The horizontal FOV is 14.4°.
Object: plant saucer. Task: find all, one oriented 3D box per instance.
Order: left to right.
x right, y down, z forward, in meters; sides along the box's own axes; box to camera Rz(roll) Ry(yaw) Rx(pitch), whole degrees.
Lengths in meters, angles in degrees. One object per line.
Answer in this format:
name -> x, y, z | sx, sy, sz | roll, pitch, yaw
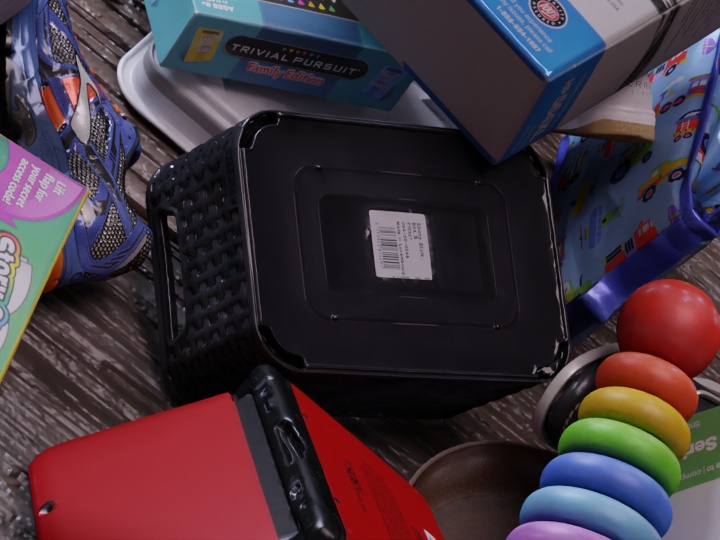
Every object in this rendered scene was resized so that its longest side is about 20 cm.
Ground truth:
plant saucer -> 0.097, 0.178, 1.474 | 0.200, 0.032, 0.200 | 22, 42, -21

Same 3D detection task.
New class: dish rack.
dish rack -> -0.025, -0.092, 1.627 | 0.200, 0.044, 0.172 | 40, 39, 1

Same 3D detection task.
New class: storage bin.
storage bin -> 0.000, 0.000, 1.485 | 0.200, 0.094, 0.135 | 4, 72, -36

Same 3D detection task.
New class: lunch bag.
lunch bag -> 0.163, -0.035, 1.625 | 0.094, 0.151, 0.200 | 46, 39, -8

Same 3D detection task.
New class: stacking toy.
stacking toy -> 0.134, 0.094, 1.439 | 0.085, 0.085, 0.200 | 30, 64, -11

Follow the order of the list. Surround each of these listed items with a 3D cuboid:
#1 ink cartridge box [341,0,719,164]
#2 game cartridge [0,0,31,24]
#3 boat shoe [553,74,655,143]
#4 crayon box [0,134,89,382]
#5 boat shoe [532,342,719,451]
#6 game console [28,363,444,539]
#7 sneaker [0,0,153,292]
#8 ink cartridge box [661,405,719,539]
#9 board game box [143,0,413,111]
ink cartridge box -> 0.106, -0.167, 1.524 | 0.200, 0.084, 0.146 | -31, 71, -35
game cartridge -> -0.246, -0.162, 1.444 | 0.200, 0.041, 0.133 | -28, 64, -8
boat shoe -> 0.109, -0.116, 1.652 | 0.071, 0.069, 0.200 | 4, 6, -31
crayon box -> -0.204, 0.062, 1.236 | 0.058, 0.173, 0.200 | 31, 40, -11
boat shoe -> 0.166, 0.092, 1.547 | 0.060, 0.074, 0.200 | 45, 13, 34
game console -> -0.047, 0.135, 1.314 | 0.172, 0.119, 0.200 | 42, 9, -20
sneaker -> -0.155, -0.072, 1.483 | 0.078, 0.075, 0.200 | 6, 59, -27
ink cartridge box -> 0.213, 0.188, 1.458 | 0.145, 0.084, 0.200 | 41, 39, -41
board game box -> -0.058, -0.191, 1.626 | 0.151, 0.047, 0.200 | 9, 47, -32
